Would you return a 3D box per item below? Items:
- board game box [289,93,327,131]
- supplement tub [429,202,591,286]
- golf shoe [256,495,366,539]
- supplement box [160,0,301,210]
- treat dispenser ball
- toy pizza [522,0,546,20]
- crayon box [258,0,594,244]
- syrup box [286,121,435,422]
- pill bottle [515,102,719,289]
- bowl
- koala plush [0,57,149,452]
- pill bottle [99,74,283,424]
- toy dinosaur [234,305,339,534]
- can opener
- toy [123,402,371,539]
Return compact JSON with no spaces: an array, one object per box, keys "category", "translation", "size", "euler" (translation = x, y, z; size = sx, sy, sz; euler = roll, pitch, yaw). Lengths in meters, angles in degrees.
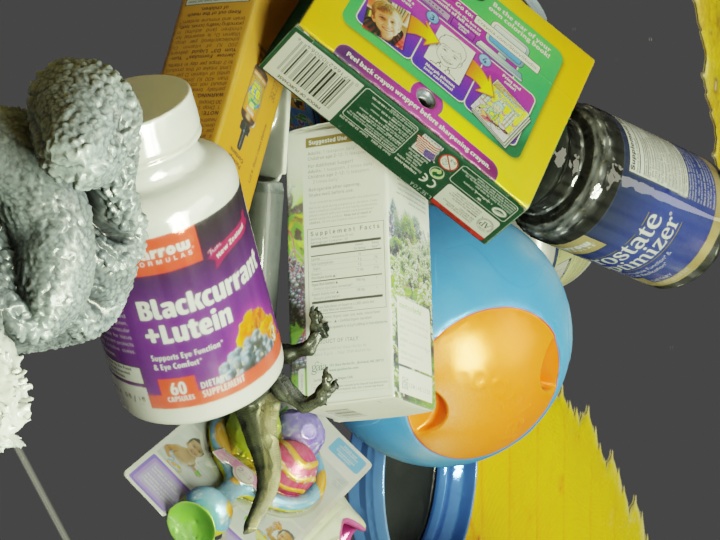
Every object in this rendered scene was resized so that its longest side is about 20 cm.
[{"category":"board game box","translation":[-0.002,-0.141,1.495],"size":[0.151,0.037,0.200],"euler":[-48,143,-35]},{"category":"supplement tub","translation":[0.128,-0.043,1.712],"size":[0.200,0.145,0.145],"euler":[-21,110,-63]},{"category":"golf shoe","translation":[-0.057,0.208,1.386],"size":[0.092,0.075,0.200],"euler":[43,42,-7]},{"category":"supplement box","translation":[-0.092,-0.136,1.341],"size":[0.067,0.069,0.200],"euler":[50,46,-53]},{"category":"treat dispenser ball","translation":[0.061,0.049,1.511],"size":[0.201,0.200,0.201],"euler":[1,90,-64]},{"category":"toy pizza","translation":[0.065,-0.248,1.531],"size":[0.032,0.200,0.200],"euler":[-46,148,2]},{"category":"crayon box","translation":[0.050,-0.144,1.372],"size":[0.200,0.058,0.173],"euler":[38,46,-11]},{"category":"syrup box","translation":[0.000,0.000,1.391],"size":[0.079,0.081,0.201],"euler":[25,60,-64]},{"category":"pill bottle","translation":[0.185,-0.064,1.532],"size":[0.200,0.112,0.112],"euler":[19,72,-36]},{"category":"bowl","translation":[0.044,0.167,1.667],"size":[0.201,0.039,0.201],"euler":[2,90,-65]},{"category":"koala plush","translation":[-0.209,0.012,0.992],"size":[0.200,0.177,0.184],"euler":[-66,157,-45]},{"category":"pill bottle","translation":[-0.121,-0.015,1.230],"size":[0.111,0.111,0.200],"euler":[-53,137,-51]},{"category":"toy dinosaur","translation":[-0.060,0.071,1.321],"size":[0.047,0.088,0.200],"euler":[47,23,-61]},{"category":"can opener","translation":[-0.073,-0.048,1.396],"size":[0.067,0.053,0.201],"euler":[-1,95,-71]},{"category":"toy","translation":[-0.064,0.128,1.359],"size":[0.115,0.047,0.200],"euler":[45,36,3]}]
